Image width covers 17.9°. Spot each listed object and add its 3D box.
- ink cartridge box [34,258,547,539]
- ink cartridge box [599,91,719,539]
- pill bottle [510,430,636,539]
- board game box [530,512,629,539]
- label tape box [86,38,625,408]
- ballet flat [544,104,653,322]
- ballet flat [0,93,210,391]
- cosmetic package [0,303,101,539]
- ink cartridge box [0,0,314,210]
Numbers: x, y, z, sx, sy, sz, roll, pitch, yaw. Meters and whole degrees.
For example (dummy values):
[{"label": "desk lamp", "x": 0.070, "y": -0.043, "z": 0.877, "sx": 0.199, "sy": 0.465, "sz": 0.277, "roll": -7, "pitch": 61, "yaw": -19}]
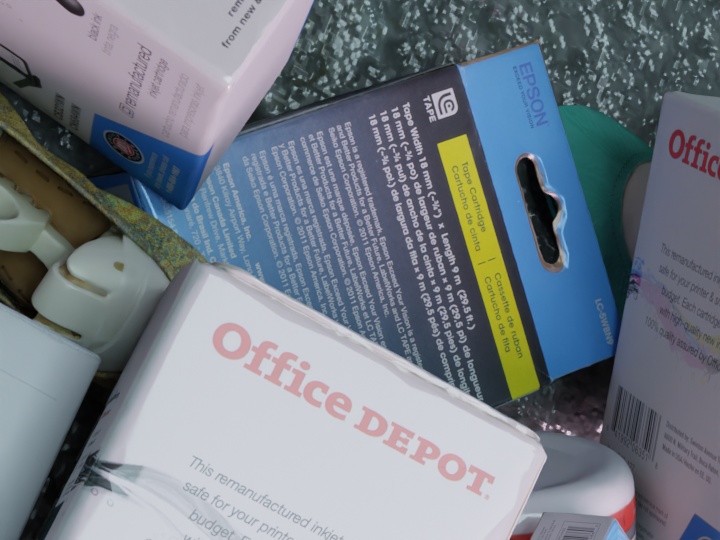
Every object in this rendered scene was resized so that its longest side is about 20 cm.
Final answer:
[{"label": "ink cartridge box", "x": -0.044, "y": 0.118, "z": 0.802, "sx": 0.146, "sy": 0.083, "sz": 0.201, "roll": 29, "pitch": 78, "yaw": -9}, {"label": "ink cartridge box", "x": 0.199, "y": 0.041, "z": 0.939, "sx": 0.143, "sy": 0.147, "sz": 0.202, "roll": 4, "pitch": 104, "yaw": -20}, {"label": "pill bottle", "x": 0.058, "y": 0.176, "z": 0.948, "sx": 0.115, "sy": 0.116, "sz": 0.202, "roll": -8, "pitch": 102, "yaw": -28}, {"label": "board game box", "x": 0.069, "y": 0.209, "z": 0.838, "sx": 0.135, "sy": 0.034, "sz": 0.201, "roll": 56, "pitch": 51, "yaw": -33}, {"label": "label tape box", "x": 0.000, "y": 0.000, "z": 0.965, "sx": 0.199, "sy": 0.063, "sz": 0.145, "roll": -20, "pitch": 96, "yaw": -28}, {"label": "ballet flat", "x": 0.148, "y": 0.009, "z": 1.037, "sx": 0.067, "sy": 0.070, "sz": 0.201, "roll": -33, "pitch": 103, "yaw": -39}, {"label": "ballet flat", "x": -0.122, "y": -0.010, "z": 0.866, "sx": 0.200, "sy": 0.071, "sz": 0.071, "roll": 42, "pitch": 68, "yaw": 4}, {"label": "cosmetic package", "x": -0.232, "y": 0.075, "z": 0.807, "sx": 0.199, "sy": 0.123, "sz": 0.201, "roll": 30, "pitch": 73, "yaw": -23}, {"label": "ink cartridge box", "x": -0.117, "y": -0.128, "z": 0.833, "sx": 0.199, "sy": 0.146, "sz": 0.085, "roll": 34, "pitch": 72, "yaw": 0}]
